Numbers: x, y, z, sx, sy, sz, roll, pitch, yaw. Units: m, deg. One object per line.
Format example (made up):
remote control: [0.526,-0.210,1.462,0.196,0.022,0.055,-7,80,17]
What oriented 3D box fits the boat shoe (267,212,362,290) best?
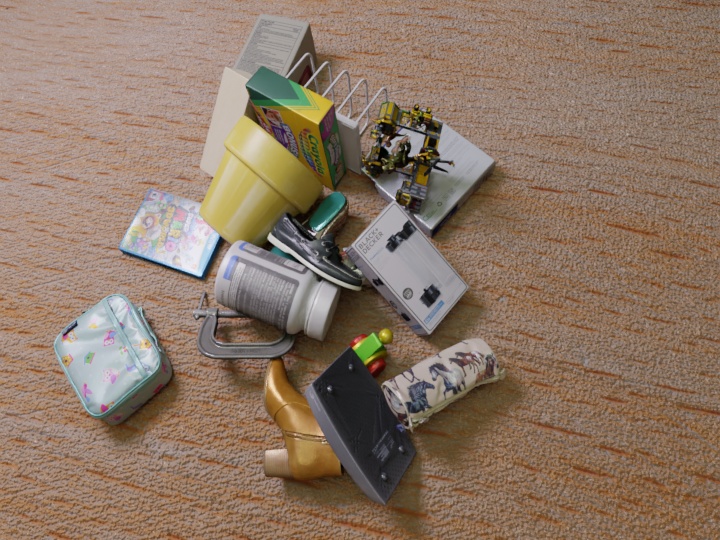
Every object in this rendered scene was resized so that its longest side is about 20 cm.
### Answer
boat shoe: [-0.070,-0.037,0.899,0.196,0.074,0.068,32,98,25]

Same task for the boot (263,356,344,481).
boot: [-0.084,0.230,0.854,0.138,0.071,0.208,-8,63,9]

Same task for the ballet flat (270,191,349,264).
ballet flat: [-0.091,-0.061,0.992,0.199,0.066,0.071,-42,67,-9]

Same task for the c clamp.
c clamp: [-0.207,0.092,0.931,0.191,0.028,0.173,5,35,-2]

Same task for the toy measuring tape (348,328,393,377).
toy measuring tape: [-0.014,0.172,0.898,0.200,0.073,0.074,-45,67,11]

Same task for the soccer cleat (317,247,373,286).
soccer cleat: [0.000,0.000,0.957,0.194,0.069,0.087,-25,67,-8]

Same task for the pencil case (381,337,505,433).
pencil case: [0.134,0.178,0.837,0.194,0.079,0.090,-23,53,-19]

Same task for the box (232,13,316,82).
box: [-0.188,-0.428,1.136,0.123,0.110,0.206,15,69,13]

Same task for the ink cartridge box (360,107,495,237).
ink cartridge box: [0.131,-0.198,1.040,0.199,0.041,0.199,-44,69,-12]

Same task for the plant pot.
plant pot: [-0.196,-0.144,0.980,0.199,0.200,0.191,40,91,20]

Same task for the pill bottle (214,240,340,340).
pill bottle: [-0.138,0.037,0.896,0.194,0.114,0.117,22,69,5]

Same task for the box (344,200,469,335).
box: [0.079,-0.002,0.910,0.116,0.060,0.201,-42,93,-15]

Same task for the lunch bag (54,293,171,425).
lunch bag: [-0.435,0.148,0.933,0.159,0.078,0.201,-38,68,-10]

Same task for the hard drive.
hard drive: [0.000,0.234,0.805,0.042,0.134,0.204,-31,92,35]

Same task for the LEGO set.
LEGO set: [0.070,-0.184,0.927,0.149,0.200,0.120,19,70,-7]

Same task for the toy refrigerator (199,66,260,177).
toy refrigerator: [-0.248,-0.283,1.046,0.074,0.069,0.206,29,112,18]

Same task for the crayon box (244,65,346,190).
crayon box: [-0.117,-0.266,1.009,0.170,0.201,0.059,33,72,19]

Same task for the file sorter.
file sorter: [-0.054,-0.322,1.062,0.196,0.140,0.126,29,69,17]

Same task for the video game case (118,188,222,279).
video game case: [-0.369,-0.077,1.055,0.193,0.018,0.147,17,69,12]
